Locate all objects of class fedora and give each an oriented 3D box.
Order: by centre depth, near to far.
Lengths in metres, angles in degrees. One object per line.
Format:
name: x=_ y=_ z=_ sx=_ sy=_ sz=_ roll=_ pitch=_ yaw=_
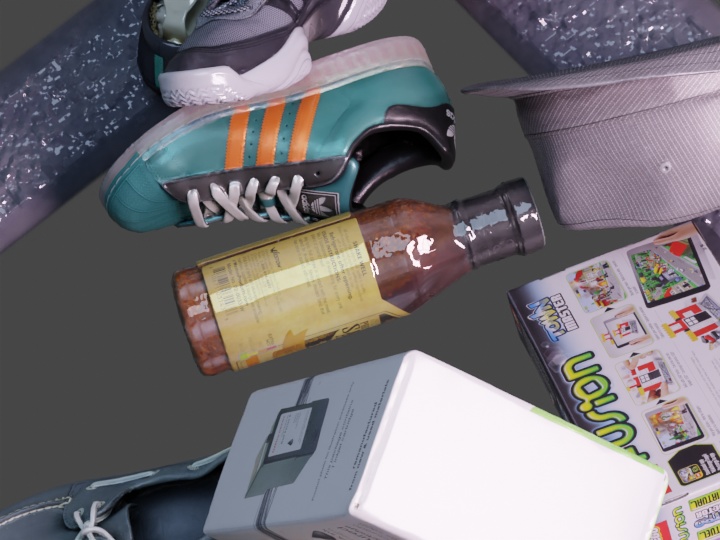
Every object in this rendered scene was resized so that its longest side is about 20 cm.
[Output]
fedora: x=0.159 y=-0.072 z=1.409 sx=0.199 sy=0.177 sz=0.091 roll=-13 pitch=94 yaw=-5

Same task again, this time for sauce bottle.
sauce bottle: x=0.000 y=0.000 z=1.428 sx=0.199 sy=0.066 sz=0.066 roll=-17 pitch=65 yaw=0

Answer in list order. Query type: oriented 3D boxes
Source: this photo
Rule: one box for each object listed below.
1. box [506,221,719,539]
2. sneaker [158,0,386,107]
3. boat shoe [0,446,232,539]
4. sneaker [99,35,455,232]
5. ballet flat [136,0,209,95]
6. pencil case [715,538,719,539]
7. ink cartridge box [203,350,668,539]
box: x=0.155 y=0.058 z=1.350 sx=0.109 sy=0.035 sz=0.200 roll=-21 pitch=36 yaw=-2
sneaker: x=-0.058 y=-0.165 z=1.438 sx=0.075 sy=0.114 sz=0.200 roll=-3 pitch=22 yaw=31
boat shoe: x=-0.125 y=0.131 z=1.387 sx=0.199 sy=0.062 sz=0.073 roll=-13 pitch=65 yaw=1
sneaker: x=-0.042 y=-0.057 z=1.455 sx=0.199 sy=0.071 sz=0.080 roll=-23 pitch=63 yaw=-4
ballet flat: x=-0.077 y=-0.193 z=1.520 sx=0.073 sy=0.073 sz=0.201 roll=16 pitch=69 yaw=13
pencil case: x=0.171 y=0.196 z=1.309 sx=0.085 sy=0.084 sz=0.201 roll=18 pitch=65 yaw=-18
ink cartridge box: x=0.031 y=0.111 z=1.278 sx=0.145 sy=0.200 sz=0.084 roll=25 pitch=74 yaw=-18
